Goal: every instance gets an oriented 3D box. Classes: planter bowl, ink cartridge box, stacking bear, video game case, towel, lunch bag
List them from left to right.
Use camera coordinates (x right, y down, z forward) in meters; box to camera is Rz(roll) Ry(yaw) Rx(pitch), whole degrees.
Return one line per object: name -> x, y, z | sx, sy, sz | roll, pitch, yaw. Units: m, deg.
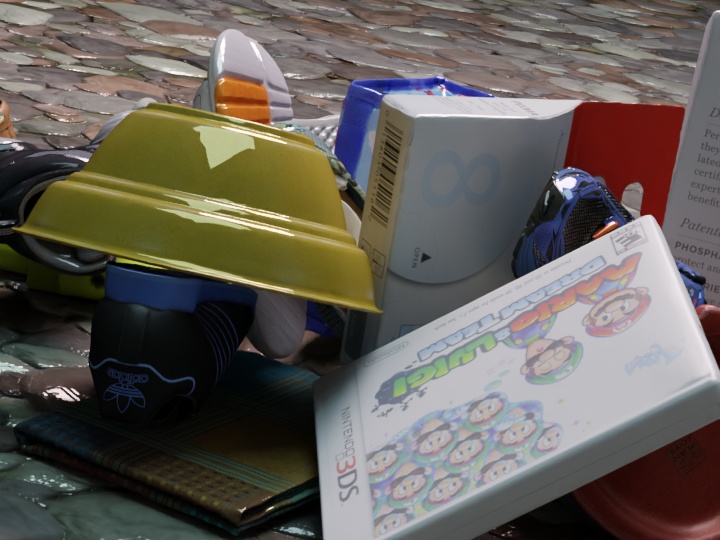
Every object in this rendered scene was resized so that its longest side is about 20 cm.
planter bowl -> -0.075, -0.038, 1.198 | 0.199, 0.084, 0.200 | 13, 0, 0
towel -> -0.065, 0.086, 1.201 | 0.146, 0.022, 0.200 | 18, 18, 28
lunch bag -> 0.021, -0.041, 1.437 | 0.094, 0.151, 0.200 | 19, 12, 28
video game case -> 0.070, 0.060, 1.106 | 0.199, 0.024, 0.182 | -27, 24, 9
ink cartridge box -> 0.095, -0.015, 1.298 | 0.199, 0.161, 0.047 | 0, 20, -25
stacking bear -> 0.130, 0.076, 1.208 | 0.121, 0.114, 0.200 | -37, 17, -10

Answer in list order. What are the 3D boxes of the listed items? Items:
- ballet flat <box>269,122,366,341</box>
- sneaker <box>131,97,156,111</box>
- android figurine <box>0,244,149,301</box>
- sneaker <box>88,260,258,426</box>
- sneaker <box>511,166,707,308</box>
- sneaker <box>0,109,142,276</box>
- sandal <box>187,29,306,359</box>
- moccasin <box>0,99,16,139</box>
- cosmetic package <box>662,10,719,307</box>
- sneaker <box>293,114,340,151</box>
ballet flat -> 0.000, 0.000, 1.324 | 0.200, 0.074, 0.074 | 46, -4, -30
sneaker -> -0.078, -0.075, 1.624 | 0.199, 0.100, 0.078 | 10, 14, -3
android figurine -> -0.138, -0.010, 1.466 | 0.199, 0.041, 0.182 | 10, 15, 3
sneaker -> -0.101, 0.039, 1.192 | 0.070, 0.078, 0.200 | 11, 0, 10
sneaker -> 0.153, 0.006, 1.275 | 0.078, 0.076, 0.200 | 19, -13, 39
sneaker -> -0.147, -0.043, 1.371 | 0.199, 0.076, 0.114 | -9, 22, -28
sandal -> -0.079, -0.044, 1.352 | 0.059, 0.208, 0.079 | -17, -24, 28
moccasin -> -0.305, -0.067, 1.452 | 0.201, 0.078, 0.074 | -15, 24, -33
cosmetic package -> 0.287, -0.050, 1.532 | 0.165, 0.201, 0.167 | 14, 2, 7
sneaker -> -0.029, -0.066, 1.572 | 0.199, 0.079, 0.079 | 7, -17, -34
